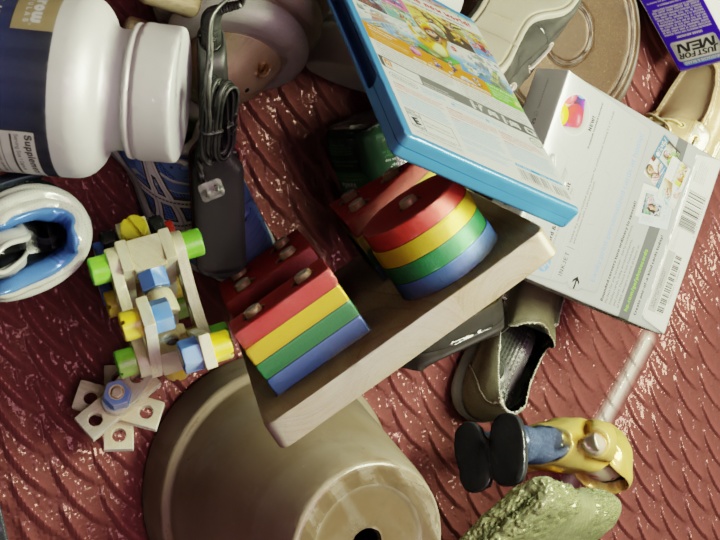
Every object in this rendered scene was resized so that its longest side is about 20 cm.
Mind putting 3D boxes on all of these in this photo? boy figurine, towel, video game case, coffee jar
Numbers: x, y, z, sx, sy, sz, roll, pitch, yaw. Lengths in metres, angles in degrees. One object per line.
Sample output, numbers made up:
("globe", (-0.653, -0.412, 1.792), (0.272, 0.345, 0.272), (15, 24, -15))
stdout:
("boy figurine", (0.161, 0.156, 1.014), (0.199, 0.124, 0.065), (14, 64, -47))
("towel", (0.110, 0.240, 0.976), (0.200, 0.037, 0.148), (-46, 143, 17))
("video game case", (0.048, -0.120, 0.751), (0.142, 0.201, 0.018), (19, 126, -36))
("coffee jar", (0.045, -0.028, 0.937), (0.104, 0.085, 0.201), (-21, 105, -29))

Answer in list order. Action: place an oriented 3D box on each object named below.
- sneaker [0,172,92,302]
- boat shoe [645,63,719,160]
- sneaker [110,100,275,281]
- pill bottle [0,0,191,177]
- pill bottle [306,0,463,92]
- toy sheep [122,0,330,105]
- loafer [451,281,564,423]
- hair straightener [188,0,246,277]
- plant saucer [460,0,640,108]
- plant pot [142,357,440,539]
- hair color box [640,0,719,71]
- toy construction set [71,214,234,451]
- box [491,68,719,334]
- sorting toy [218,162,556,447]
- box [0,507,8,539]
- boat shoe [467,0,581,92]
("sneaker", (-0.262, -0.020, 0.726), (0.199, 0.146, 0.081), (-7, 100, -29))
("boat shoe", (0.268, -0.103, 1.061), (0.069, 0.074, 0.201), (27, 83, -35))
("sneaker", (-0.123, -0.064, 0.842), (0.076, 0.077, 0.200), (-48, 117, -18))
("pill bottle", (-0.206, -0.115, 0.724), (0.198, 0.111, 0.112), (5, 94, -1))
("pill bottle", (0.028, -0.235, 0.884), (0.114, 0.114, 0.201), (16, 88, -30))
("toy sheep", (-0.083, -0.199, 0.820), (0.137, 0.138, 0.201), (21, 67, -30))
("loafer", (0.143, 0.037, 1.009), (0.075, 0.070, 0.201), (20, 86, -30))
("hair straightener", (-0.084, -0.076, 0.754), (0.041, 0.077, 0.201), (0, 127, -14))
("plant saucer", (0.167, -0.200, 1.017), (0.199, 0.032, 0.202), (-5, 100, -29))
("plant pot", (-0.036, 0.171, 0.866), (0.199, 0.173, 0.202), (-3, 97, -30))
("hair color box", (0.274, -0.287, 1.035), (0.200, 0.065, 0.110), (53, 55, -26))
("toy construction set", (-0.139, 0.040, 0.798), (0.092, 0.200, 0.132), (-12, 69, -29))
("box", (0.193, -0.050, 0.959), (0.199, 0.041, 0.157), (20, 88, -38))
("sorting toy", (0.000, 0.000, 0.780), (0.198, 0.200, 0.070), (-35, 105, -2))
("box", (-0.325, 0.154, 0.730), (0.199, 0.117, 0.198), (-14, 103, -26))
("boat shoe", (0.111, -0.179, 0.925), (0.067, 0.057, 0.200), (31, 46, 12))
